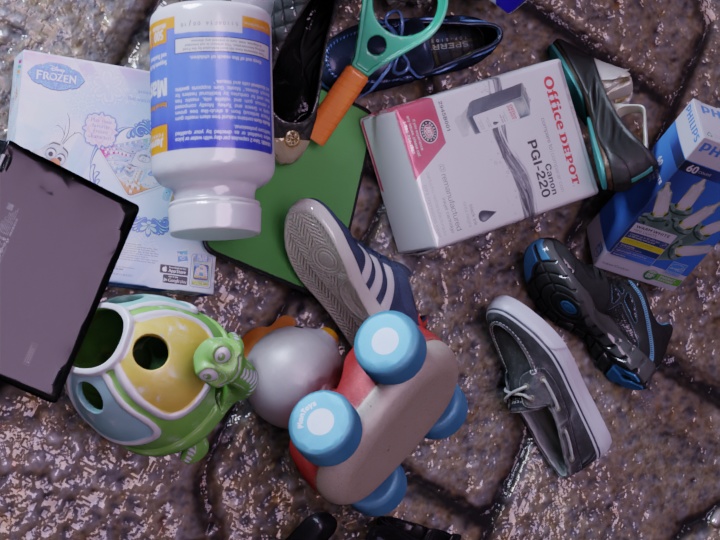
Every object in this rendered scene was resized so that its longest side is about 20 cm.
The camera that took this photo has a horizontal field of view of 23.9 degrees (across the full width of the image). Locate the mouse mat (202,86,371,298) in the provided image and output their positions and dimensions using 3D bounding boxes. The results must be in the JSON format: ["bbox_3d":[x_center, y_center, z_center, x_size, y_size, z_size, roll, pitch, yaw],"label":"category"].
[{"bbox_3d":[-0.065,-0.087,1.622,0.161,0.008,0.201,23,72,-35],"label":"mouse mat"}]

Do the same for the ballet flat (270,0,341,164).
[{"bbox_3d":[-0.058,-0.193,1.568,0.066,0.057,0.201,-2,111,-31],"label":"ballet flat"}]

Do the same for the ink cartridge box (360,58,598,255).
[{"bbox_3d":[0.120,-0.113,1.685,0.199,0.085,0.146,-19,95,-26],"label":"ink cartridge box"}]

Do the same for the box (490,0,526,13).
[{"bbox_3d":[0.115,-0.389,1.667,0.200,0.105,0.184,33,47,-18],"label":"box"}]

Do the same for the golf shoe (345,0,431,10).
[{"bbox_3d":[-0.001,-0.313,1.648,0.200,0.078,0.098,3,57,-49],"label":"golf shoe"}]

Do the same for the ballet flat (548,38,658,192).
[{"bbox_3d":[0.250,-0.161,1.718,0.068,0.068,0.201,-17,56,1],"label":"ballet flat"}]

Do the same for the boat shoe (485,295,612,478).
[{"bbox_3d":[0.179,0.119,1.692,0.071,0.072,0.200,-40,102,-26],"label":"boat shoe"}]

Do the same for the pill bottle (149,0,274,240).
[{"bbox_3d":[-0.132,-0.131,1.517,0.112,0.112,0.201,2,83,-23],"label":"pill bottle"}]

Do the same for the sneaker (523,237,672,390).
[{"bbox_3d":[0.242,0.031,1.736,0.200,0.073,0.082,48,65,-23],"label":"sneaker"}]

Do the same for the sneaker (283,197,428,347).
[{"bbox_3d":[0.000,0.000,1.623,0.085,0.075,0.200,-51,123,-37],"label":"sneaker"}]

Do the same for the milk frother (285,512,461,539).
[{"bbox_3d":[0.010,0.326,1.572,0.200,0.181,0.188,21,113,-48],"label":"milk frother"}]

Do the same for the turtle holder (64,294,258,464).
[{"bbox_3d":[-0.178,0.092,1.472,0.141,0.185,0.132,-53,135,-2],"label":"turtle holder"}]

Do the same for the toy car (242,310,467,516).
[{"bbox_3d":[-0.031,0.096,1.557,0.200,0.184,0.177,35,81,28],"label":"toy car"}]

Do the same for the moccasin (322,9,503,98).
[{"bbox_3d":[0.049,-0.225,1.671,0.199,0.068,0.081,-20,93,-27],"label":"moccasin"}]

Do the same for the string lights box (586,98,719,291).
[{"bbox_3d":[0.325,-0.073,1.710,0.102,0.200,0.059,16,45,-21],"label":"string lights box"}]

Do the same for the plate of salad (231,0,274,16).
[{"bbox_3d":[-0.092,-0.322,1.633,0.200,0.048,0.201,16,66,-40],"label":"plate of salad"}]

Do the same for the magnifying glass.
[{"bbox_3d":[0.011,-0.207,1.612,0.079,0.022,0.200,33,99,-11],"label":"magnifying glass"}]

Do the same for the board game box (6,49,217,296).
[{"bbox_3d":[-0.225,-0.086,1.555,0.199,0.043,0.200,8,82,-23],"label":"board game box"}]

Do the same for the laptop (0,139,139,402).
[{"bbox_3d":[-0.328,-0.009,1.465,0.199,0.116,0.188,27,75,-20],"label":"laptop"}]
